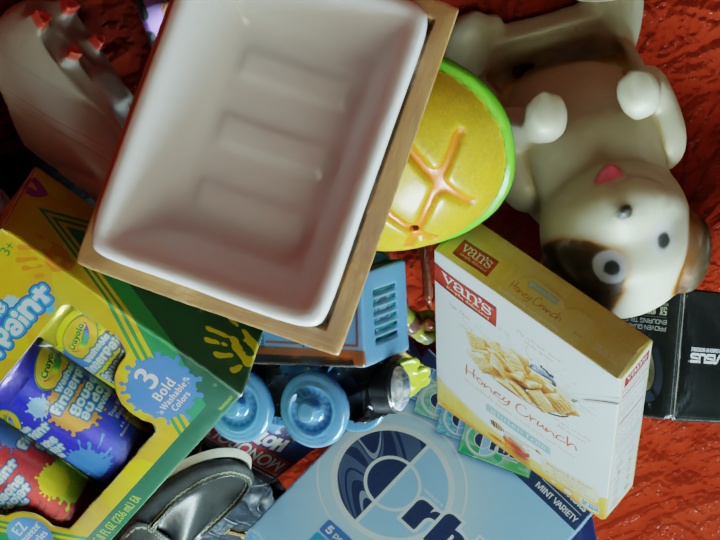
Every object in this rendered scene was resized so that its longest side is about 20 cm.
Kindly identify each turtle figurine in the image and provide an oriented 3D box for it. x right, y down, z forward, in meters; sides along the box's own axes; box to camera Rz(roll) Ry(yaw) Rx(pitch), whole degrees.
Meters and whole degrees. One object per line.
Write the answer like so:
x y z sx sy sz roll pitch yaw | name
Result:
0.000 0.000 1.487 0.064 0.162 0.201 -18 128 12 | turtle figurine

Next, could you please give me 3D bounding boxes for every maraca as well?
-0.006 -0.071 1.346 0.198 0.107 0.138 -3 120 15 | maraca

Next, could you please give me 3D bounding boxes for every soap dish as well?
-0.048 -0.070 1.249 0.156 0.201 0.081 18 175 12 | soap dish

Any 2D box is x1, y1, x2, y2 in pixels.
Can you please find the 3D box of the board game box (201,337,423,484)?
-0.094 0.061 1.572 0.199 0.062 0.200 -37 134 16 | board game box

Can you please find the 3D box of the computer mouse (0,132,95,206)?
-0.180 -0.017 1.455 0.137 0.053 0.201 -15 126 16 | computer mouse

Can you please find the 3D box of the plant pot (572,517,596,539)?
0.060 0.266 1.726 0.179 0.201 0.200 21 133 -29 | plant pot

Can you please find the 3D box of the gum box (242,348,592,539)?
0.043 0.181 1.603 0.200 0.170 0.045 -43 170 -29 | gum box

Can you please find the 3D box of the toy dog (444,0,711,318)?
0.139 -0.057 1.445 0.138 0.201 0.195 -8 135 -13 | toy dog

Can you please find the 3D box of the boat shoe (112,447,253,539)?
-0.142 0.199 1.587 0.200 0.068 0.072 -42 140 19 | boat shoe

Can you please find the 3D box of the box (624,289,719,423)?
0.194 0.054 1.554 0.163 0.199 0.087 6 89 -42 | box

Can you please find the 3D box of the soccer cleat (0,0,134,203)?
-0.152 -0.072 1.351 0.078 0.201 0.069 -41 173 39 | soccer cleat

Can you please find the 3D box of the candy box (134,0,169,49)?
-0.045 -0.153 1.375 0.167 0.072 0.201 -19 136 -3 | candy box

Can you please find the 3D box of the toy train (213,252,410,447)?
-0.062 0.044 1.392 0.198 0.115 0.087 1 -174 25 | toy train

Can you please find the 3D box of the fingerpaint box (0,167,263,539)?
-0.182 0.068 1.328 0.166 0.074 0.200 36 122 -12 | fingerpaint box

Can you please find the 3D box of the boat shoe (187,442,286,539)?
-0.130 0.143 1.639 0.091 0.071 0.200 -33 141 9 | boat shoe

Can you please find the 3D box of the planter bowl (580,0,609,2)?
0.177 -0.262 1.287 0.199 0.200 0.135 -27 109 6 | planter bowl

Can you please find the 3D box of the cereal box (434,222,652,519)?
0.111 0.065 1.431 0.040 0.143 0.200 -46 157 -21 | cereal box

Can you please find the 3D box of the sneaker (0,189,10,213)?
-0.209 -0.023 1.383 0.115 0.074 0.201 -10 121 -10 | sneaker
